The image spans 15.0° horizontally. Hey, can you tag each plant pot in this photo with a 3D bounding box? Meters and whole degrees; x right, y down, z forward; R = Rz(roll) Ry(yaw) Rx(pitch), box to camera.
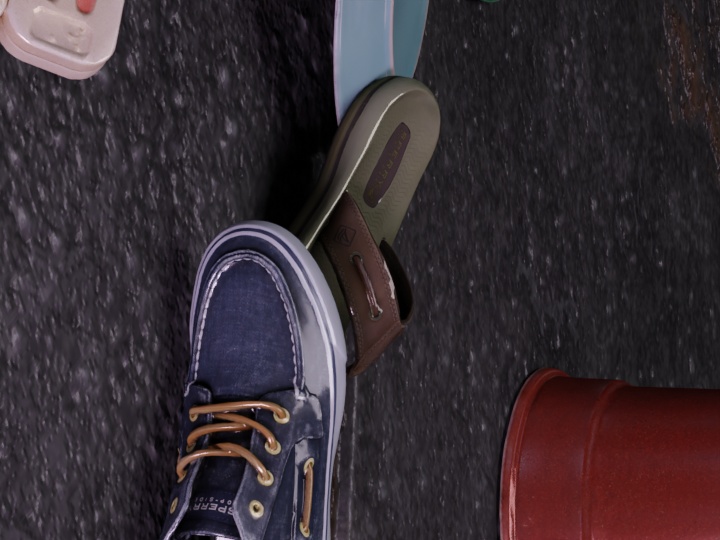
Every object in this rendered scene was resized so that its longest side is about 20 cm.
[{"bbox_3d":[0.208,0.154,1.638,0.201,0.194,0.202,-4,90,-67],"label":"plant pot"}]

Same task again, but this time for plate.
[{"bbox_3d":[0.017,-0.156,1.381,0.200,0.025,0.201,7,90,-81],"label":"plate"}]

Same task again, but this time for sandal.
[{"bbox_3d":[0.000,-0.001,1.309,0.080,0.057,0.202,44,64,-59],"label":"sandal"}]

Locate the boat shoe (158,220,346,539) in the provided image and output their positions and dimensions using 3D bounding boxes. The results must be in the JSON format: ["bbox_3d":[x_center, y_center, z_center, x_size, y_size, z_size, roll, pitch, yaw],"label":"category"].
[{"bbox_3d":[-0.050,0.080,1.186,0.091,0.070,0.201,-10,97,-72],"label":"boat shoe"}]

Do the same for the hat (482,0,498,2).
[{"bbox_3d":[0.142,-0.242,1.573,0.200,0.175,0.166,-68,146,-47],"label":"hat"}]

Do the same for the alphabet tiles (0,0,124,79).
[{"bbox_3d":[-0.163,-0.136,0.875,0.199,0.015,0.196,20,63,-24],"label":"alphabet tiles"}]
